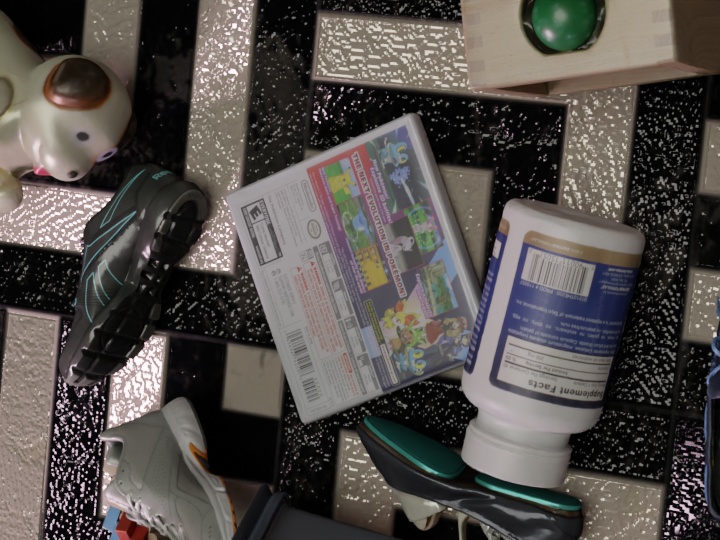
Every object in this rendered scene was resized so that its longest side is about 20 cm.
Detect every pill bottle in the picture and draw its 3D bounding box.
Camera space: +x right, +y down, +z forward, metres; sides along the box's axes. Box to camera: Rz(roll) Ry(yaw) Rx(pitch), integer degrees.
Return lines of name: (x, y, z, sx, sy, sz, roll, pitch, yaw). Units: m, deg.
pill bottle: (0.139, 0.055, 1.549, 0.110, 0.111, 0.202, 17, 99, 22)

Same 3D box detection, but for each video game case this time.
video game case: (0.000, 0.000, 1.657, 0.181, 0.023, 0.202, -22, 83, 23)

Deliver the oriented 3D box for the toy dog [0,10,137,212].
toy dog: (-0.285, -0.141, 1.731, 0.198, 0.140, 0.195, 20, 64, 23)

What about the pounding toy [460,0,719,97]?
pounding toy: (0.174, -0.209, 1.474, 0.182, 0.200, 0.144, -6, 90, 24)

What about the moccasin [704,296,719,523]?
moccasin: (0.292, 0.090, 1.506, 0.080, 0.068, 0.202, 4, 94, 23)

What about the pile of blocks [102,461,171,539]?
pile of blocks: (-0.183, 0.246, 1.727, 0.082, 0.062, 0.201, -29, 81, 22)

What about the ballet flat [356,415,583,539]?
ballet flat: (0.077, 0.180, 1.607, 0.198, 0.073, 0.074, 21, 101, 19)

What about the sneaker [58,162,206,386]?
sneaker: (-0.202, 0.003, 1.728, 0.079, 0.075, 0.201, 34, 97, 30)

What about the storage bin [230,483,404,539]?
storage bin: (-0.027, 0.281, 1.618, 0.133, 0.146, 0.202, 10, 122, 12)

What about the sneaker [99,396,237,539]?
sneaker: (-0.154, 0.190, 1.653, 0.200, 0.091, 0.076, -121, 19, -49)
